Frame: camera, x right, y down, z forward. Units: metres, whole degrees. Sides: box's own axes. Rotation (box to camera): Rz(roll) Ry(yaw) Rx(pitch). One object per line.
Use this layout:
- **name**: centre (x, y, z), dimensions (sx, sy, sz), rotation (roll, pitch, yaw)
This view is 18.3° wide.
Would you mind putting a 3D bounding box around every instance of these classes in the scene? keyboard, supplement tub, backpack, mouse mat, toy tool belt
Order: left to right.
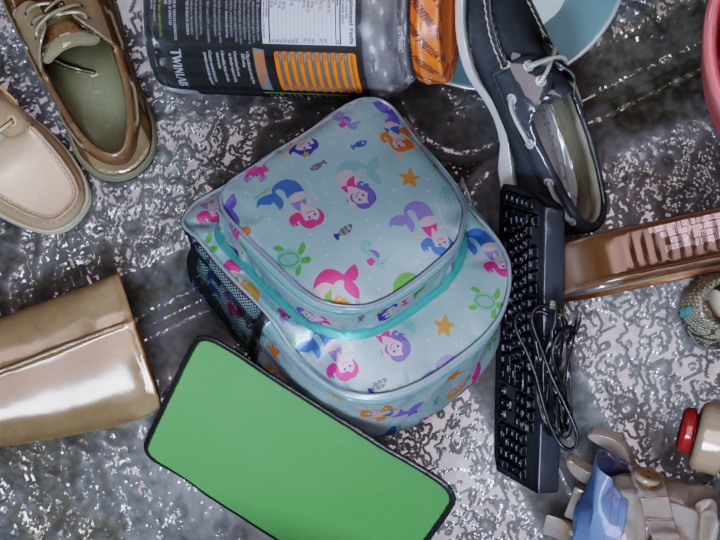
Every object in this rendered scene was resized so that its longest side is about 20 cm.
- **mouse mat**: centre (-0.044, 0.133, 1.482), dimensions (0.200, 0.161, 0.008), rotation (33, 50, 2)
- **supplement tub**: centre (-0.037, -0.176, 1.496), dimensions (0.199, 0.123, 0.123), rotation (3, 85, 11)
- **backpack**: centre (0.000, 0.000, 1.462), dimensions (0.177, 0.151, 0.200), rotation (-33, 75, -19)
- **keyboard**: centre (0.105, 0.047, 1.483), dimensions (0.040, 0.104, 0.201), rotation (-6, 101, -27)
- **toy tool belt**: centre (0.172, 0.170, 1.482), dimensions (0.123, 0.125, 0.201), rotation (15, 103, 5)

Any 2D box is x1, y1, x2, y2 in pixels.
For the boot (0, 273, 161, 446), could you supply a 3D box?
- **boot**: centre (-0.254, 0.042, 1.526), dimensions (0.199, 0.066, 0.176), rotation (-18, 98, -1)

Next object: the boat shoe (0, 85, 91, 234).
- **boat shoe**: centre (-0.270, -0.100, 1.531), dimensions (0.200, 0.069, 0.074), rotation (40, 86, 3)

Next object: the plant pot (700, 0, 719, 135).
- **plant pot**: centre (0.312, -0.137, 1.483), dimensions (0.200, 0.177, 0.201), rotation (0, 85, 0)

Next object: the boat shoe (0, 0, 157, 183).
- **boat shoe**: centre (-0.194, -0.158, 1.534), dimensions (0.076, 0.074, 0.200), rotation (-27, 86, -3)

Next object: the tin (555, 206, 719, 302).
- **tin**: centre (0.217, -0.015, 1.506), dimensions (0.199, 0.112, 0.042), rotation (-12, 80, -2)

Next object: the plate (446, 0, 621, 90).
- **plate**: centre (0.089, -0.223, 1.565), dimensions (0.200, 0.026, 0.201), rotation (0, 86, 1)

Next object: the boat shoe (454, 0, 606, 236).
- **boat shoe**: centre (0.120, -0.118, 1.506), dimensions (0.076, 0.060, 0.200), rotation (-37, 117, -38)

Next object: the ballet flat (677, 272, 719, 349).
- **ballet flat**: centre (0.318, 0.019, 1.522), dimensions (0.199, 0.075, 0.068), rotation (-7, 85, -1)

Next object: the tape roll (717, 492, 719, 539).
- **tape roll**: centre (0.305, 0.192, 1.445), dimensions (0.139, 0.203, 0.203), rotation (16, 85, 1)
